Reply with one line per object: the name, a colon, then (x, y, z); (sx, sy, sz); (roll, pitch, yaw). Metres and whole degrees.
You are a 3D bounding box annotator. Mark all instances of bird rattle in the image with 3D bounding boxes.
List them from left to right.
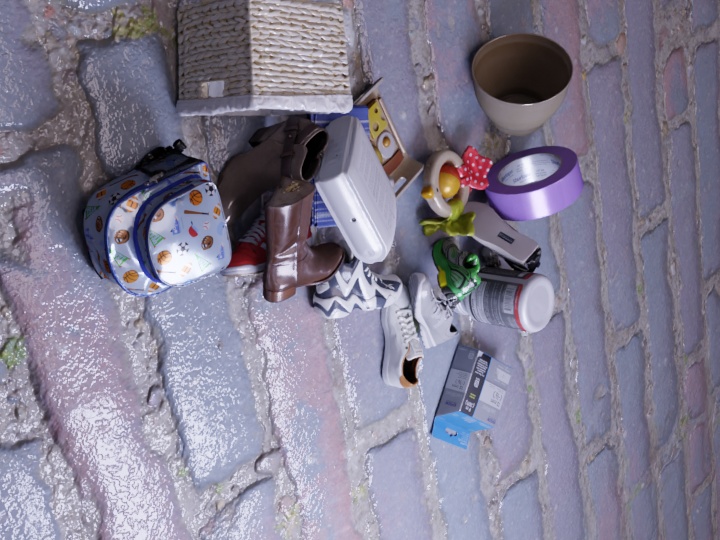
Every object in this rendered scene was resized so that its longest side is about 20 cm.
bird rattle: (0.183, -0.165, 1.702); (0.163, 0.112, 0.202); (39, 69, -44)

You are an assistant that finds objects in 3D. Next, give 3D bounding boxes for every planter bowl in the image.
planter bowl: (0.323, -0.361, 1.776); (0.201, 0.199, 0.135); (-52, 156, -26)

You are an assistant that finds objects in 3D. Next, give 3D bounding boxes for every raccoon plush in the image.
raccoon plush: (0.325, 0.050, 1.866); (0.097, 0.133, 0.202); (-43, 125, -30)

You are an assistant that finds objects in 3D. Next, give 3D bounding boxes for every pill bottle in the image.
pill bottle: (0.282, 0.053, 1.777); (0.115, 0.199, 0.118); (-9, 103, -44)

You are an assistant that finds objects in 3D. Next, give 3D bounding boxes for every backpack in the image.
backpack: (-0.284, -0.055, 1.228); (0.189, 0.153, 0.202); (-26, 118, -28)

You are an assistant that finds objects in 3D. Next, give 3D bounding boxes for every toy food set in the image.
toy food set: (0.036, -0.226, 1.579); (0.144, 0.060, 0.201); (-49, 128, -28)

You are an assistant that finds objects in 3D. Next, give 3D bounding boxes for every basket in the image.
basket: (-0.142, -0.309, 1.288); (0.199, 0.197, 0.163); (-7, 100, -44)

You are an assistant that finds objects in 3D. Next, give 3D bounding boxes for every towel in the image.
towel: (-0.036, -0.179, 1.478); (0.144, 0.024, 0.203); (-12, 105, -47)

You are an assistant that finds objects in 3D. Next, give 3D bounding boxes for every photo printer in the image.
photo printer: (-0.001, -0.124, 1.417); (0.168, 0.069, 0.201); (-82, 151, -45)

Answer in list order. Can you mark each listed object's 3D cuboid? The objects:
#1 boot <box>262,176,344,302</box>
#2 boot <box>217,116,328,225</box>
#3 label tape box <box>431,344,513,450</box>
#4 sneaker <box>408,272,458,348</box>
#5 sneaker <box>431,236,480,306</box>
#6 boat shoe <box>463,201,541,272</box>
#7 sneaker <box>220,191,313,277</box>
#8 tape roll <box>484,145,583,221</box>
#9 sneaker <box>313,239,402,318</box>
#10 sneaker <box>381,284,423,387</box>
boot: (-0.082, -0.067, 1.361); (0.186, 0.064, 0.202); (-37, 143, -43)
boot: (-0.136, -0.152, 1.354); (0.070, 0.145, 0.202); (37, 71, -47)
label tape box: (0.239, 0.278, 1.868); (0.143, 0.066, 0.202); (29, 74, -44)
sneaker: (0.142, 0.068, 1.682); (0.201, 0.081, 0.075); (70, 7, -51)
sneaker: (0.195, -0.008, 1.709); (0.085, 0.201, 0.078); (-32, 118, 15)
boat shoe: (0.285, -0.058, 1.793); (0.075, 0.200, 0.093); (-44, 152, -8)
sneaker: (-0.155, -0.066, 1.404); (0.199, 0.071, 0.114); (-29, 120, -47)
tape roll: (0.357, -0.182, 1.814); (0.200, 0.199, 0.066); (-42, 123, -32)
sneaker: (0.000, 0.000, 1.566); (0.197, 0.079, 0.131); (-12, 114, -33)
sneaker: (0.090, 0.125, 1.677); (0.072, 0.084, 0.203); (-7, 99, -43)
